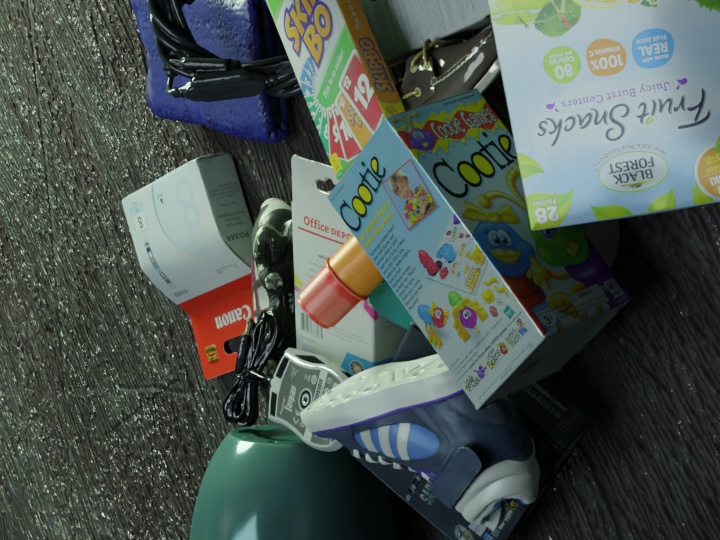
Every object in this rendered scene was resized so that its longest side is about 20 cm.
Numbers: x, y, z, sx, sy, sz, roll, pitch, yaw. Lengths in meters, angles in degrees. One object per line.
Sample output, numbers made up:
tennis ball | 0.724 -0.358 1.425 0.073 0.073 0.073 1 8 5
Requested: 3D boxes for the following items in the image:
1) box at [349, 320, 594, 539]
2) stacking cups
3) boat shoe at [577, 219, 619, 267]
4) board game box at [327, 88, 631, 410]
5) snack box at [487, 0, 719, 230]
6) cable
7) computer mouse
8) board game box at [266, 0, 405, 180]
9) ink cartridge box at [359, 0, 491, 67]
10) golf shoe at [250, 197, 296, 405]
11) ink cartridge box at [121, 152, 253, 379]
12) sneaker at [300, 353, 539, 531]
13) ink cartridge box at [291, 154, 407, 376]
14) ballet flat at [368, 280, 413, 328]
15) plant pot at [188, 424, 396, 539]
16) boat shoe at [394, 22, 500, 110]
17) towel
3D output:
box | 0.086 0.134 1.615 0.158 0.051 0.200 41 141 13
stacking cups | 0.028 -0.036 1.601 0.200 0.060 0.061 -43 64 16
boat shoe | 0.152 -0.092 1.496 0.068 0.072 0.201 13 122 45
board game box | 0.086 -0.018 1.469 0.200 0.103 0.105 55 137 15
snack box | 0.186 -0.140 1.376 0.168 0.068 0.201 -9 97 26
cable | -0.088 -0.231 1.727 0.199 0.051 0.164 -7 76 20
computer mouse | -0.049 0.108 1.721 0.200 0.044 0.110 24 100 53
board game box | -0.025 -0.184 1.622 0.096 0.030 0.201 -48 55 51
ink cartridge box | 0.056 -0.231 1.595 0.200 0.037 0.095 -17 87 56
golf shoe | -0.066 0.030 1.834 0.088 0.077 0.201 -113 21 -61
ink cartridge box | -0.156 0.001 1.945 0.160 0.047 0.201 -22 83 53
sneaker | 0.051 0.147 1.552 0.200 0.081 0.147 -18 103 44
ink cartridge box | 0.000 0.000 1.722 0.115 0.068 0.201 21 118 48
ballet flat | 0.095 0.022 1.605 0.199 0.069 0.070 9 109 43
plant pot | -0.059 0.225 1.785 0.200 0.200 0.162 7 96 52
boat shoe | 0.058 -0.148 1.583 0.060 0.072 0.200 45 146 -5
towel | -0.136 -0.203 1.854 0.200 0.049 0.148 19 123 48
